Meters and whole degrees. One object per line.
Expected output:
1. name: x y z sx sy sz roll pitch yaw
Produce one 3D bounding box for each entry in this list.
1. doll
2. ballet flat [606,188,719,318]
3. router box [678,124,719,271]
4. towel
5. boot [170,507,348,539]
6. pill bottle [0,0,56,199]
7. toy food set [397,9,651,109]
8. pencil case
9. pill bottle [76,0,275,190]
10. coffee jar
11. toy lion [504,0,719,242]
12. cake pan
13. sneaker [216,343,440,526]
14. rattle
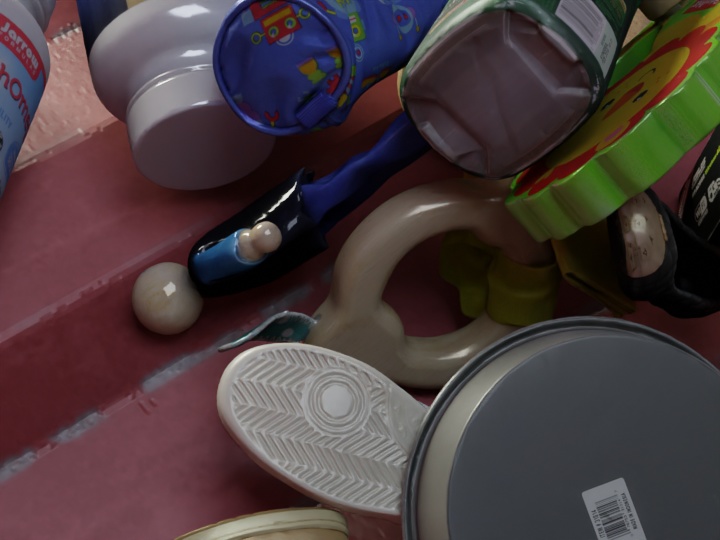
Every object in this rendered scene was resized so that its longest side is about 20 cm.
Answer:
1. doll: -0.037 -0.028 0.992 0.200 0.136 0.049 -35 87 2
2. ballet flat: 0.171 -0.014 0.999 0.057 0.200 0.067 -9 80 18
3. router box: 0.306 -0.058 1.079 0.199 0.150 0.062 5 55 -11
4. towel: 0.108 -0.072 1.037 0.086 0.018 0.201 26 44 -51
5. boot: -0.072 0.206 0.855 0.200 0.073 0.156 -17 62 -22
6. pill bottle: -0.233 -0.092 0.993 0.108 0.109 0.200 16 55 -3
7. toy food set: 0.099 -0.164 1.162 0.197 0.049 0.200 -12 60 -21
8. pencil case: -0.007 -0.135 1.020 0.087 0.078 0.200 48 30 0
9. pill bottle: -0.108 -0.151 1.062 0.111 0.111 0.200 -5 58 -17
10. coffee jar: 0.097 -0.139 0.962 0.085 0.104 0.200 43 38 -10
11. toy lion: 0.149 -0.090 0.945 0.192 0.200 0.069 -43 99 -3
12. cake pan: 0.121 0.119 0.891 0.200 0.037 0.201 2 80 -11
13. sneaker: 0.016 0.099 0.937 0.200 0.085 0.075 25 75 -6
14. rattle: 0.000 0.000 1.017 0.200 0.130 0.143 -27 52 1
